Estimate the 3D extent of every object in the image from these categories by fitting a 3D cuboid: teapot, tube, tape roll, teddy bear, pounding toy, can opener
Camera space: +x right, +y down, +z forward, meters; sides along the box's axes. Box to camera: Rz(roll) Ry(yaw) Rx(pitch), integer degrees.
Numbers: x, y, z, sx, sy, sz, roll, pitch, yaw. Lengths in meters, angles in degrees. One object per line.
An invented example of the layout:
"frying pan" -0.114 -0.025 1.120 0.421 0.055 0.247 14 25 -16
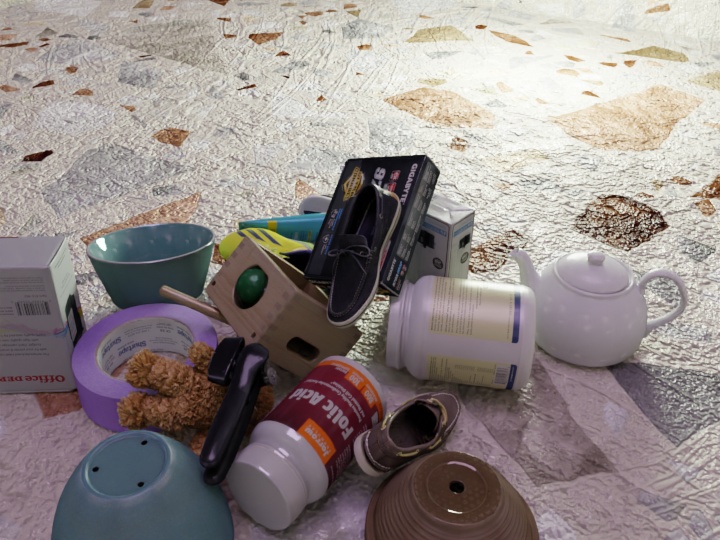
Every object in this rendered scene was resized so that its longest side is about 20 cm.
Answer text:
"teapot" 0.350 0.038 1.101 0.197 0.148 0.198 -16 38 -24
"tube" -0.114 -0.073 1.263 0.196 0.078 0.051 -5 60 -13
"tape roll" -0.296 0.132 1.020 0.196 0.067 0.202 0 34 0
"teddy bear" -0.203 0.162 0.910 0.198 0.067 0.147 28 75 -12
"pounding toy" -0.140 0.058 1.023 0.143 0.199 0.184 -51 46 3
"can opener" -0.145 0.159 0.843 0.077 0.064 0.202 -5 40 11

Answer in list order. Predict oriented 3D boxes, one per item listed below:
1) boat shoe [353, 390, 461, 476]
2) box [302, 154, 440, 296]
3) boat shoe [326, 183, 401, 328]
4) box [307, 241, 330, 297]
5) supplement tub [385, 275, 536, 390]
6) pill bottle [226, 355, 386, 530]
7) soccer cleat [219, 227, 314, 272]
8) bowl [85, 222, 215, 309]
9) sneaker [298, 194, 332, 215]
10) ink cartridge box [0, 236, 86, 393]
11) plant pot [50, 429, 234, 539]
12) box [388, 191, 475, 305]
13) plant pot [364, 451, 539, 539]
"boat shoe" 0.073 0.191 0.900 0.198 0.059 0.073 -14 69 -50
"box" 0.015 -0.067 1.050 0.157 0.046 0.203 5 68 42
"boat shoe" -0.005 -0.023 0.962 0.074 0.062 0.203 8 71 40
"box" -0.088 0.003 1.239 0.143 0.037 0.199 25 43 32
"supplement tub" 0.140 0.085 1.027 0.196 0.147 0.146 6 34 7
"pill bottle" -0.063 0.203 0.877 0.113 0.116 0.200 20 38 25
"soccer cleat" -0.143 -0.025 1.182 0.196 0.066 0.084 11 16 11
"bowl" -0.323 0.003 1.150 0.196 0.107 0.201 -1 19 0
"sneaker" -0.019 -0.104 1.365 0.196 0.074 0.112 16 8 -9
"ink cartridge box" -0.466 0.062 0.998 0.142 0.203 0.083 -1 31 -4
"plant pot" -0.241 0.254 0.783 0.196 0.137 0.202 0 34 0
"box" 0.107 -0.015 1.123 0.116 0.203 0.060 29 43 33
"plant pot" 0.102 0.270 0.806 0.196 0.094 0.202 0 34 0
